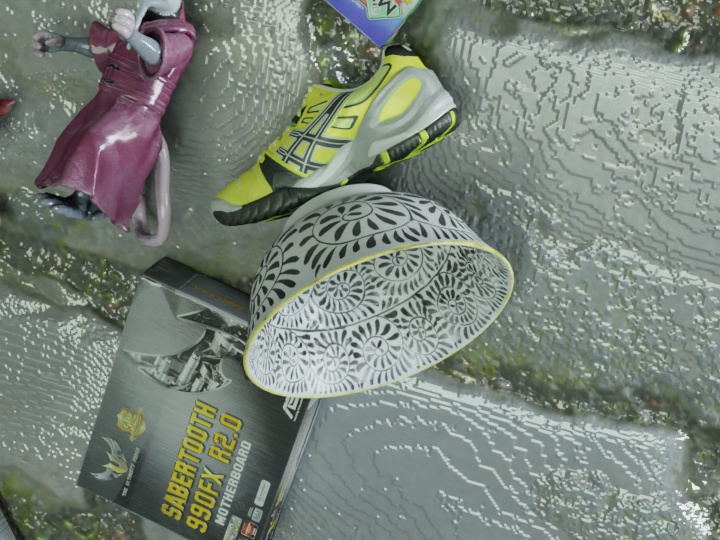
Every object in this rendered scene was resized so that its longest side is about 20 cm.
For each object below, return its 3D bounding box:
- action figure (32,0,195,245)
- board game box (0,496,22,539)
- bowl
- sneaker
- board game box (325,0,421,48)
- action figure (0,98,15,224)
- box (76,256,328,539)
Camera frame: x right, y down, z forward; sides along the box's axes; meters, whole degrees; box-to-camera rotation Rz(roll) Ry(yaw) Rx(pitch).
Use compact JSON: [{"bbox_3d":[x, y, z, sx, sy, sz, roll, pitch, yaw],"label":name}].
[{"bbox_3d":[-0.158,-0.125,1.549,0.149,0.134,0.200,26,91,-30],"label":"action figure"},{"bbox_3d":[-0.325,0.311,1.751,0.097,0.159,0.200,-19,102,26],"label":"board game box"},{"bbox_3d":[0.000,0.000,1.530,0.201,0.201,0.094,-36,59,27],"label":"bowl"},{"bbox_3d":[-0.025,-0.093,1.547,0.200,0.075,0.076,-27,86,19],"label":"sneaker"},{"bbox_3d":[-0.018,-0.270,1.493,0.200,0.029,0.135,41,117,1],"label":"board game box"},{"bbox_3d":[-0.355,-0.103,1.658,0.200,0.134,0.149,-20,60,13],"label":"action figure"},{"bbox_3d":[-0.119,0.110,1.663,0.158,0.048,0.200,25,116,9],"label":"box"}]
